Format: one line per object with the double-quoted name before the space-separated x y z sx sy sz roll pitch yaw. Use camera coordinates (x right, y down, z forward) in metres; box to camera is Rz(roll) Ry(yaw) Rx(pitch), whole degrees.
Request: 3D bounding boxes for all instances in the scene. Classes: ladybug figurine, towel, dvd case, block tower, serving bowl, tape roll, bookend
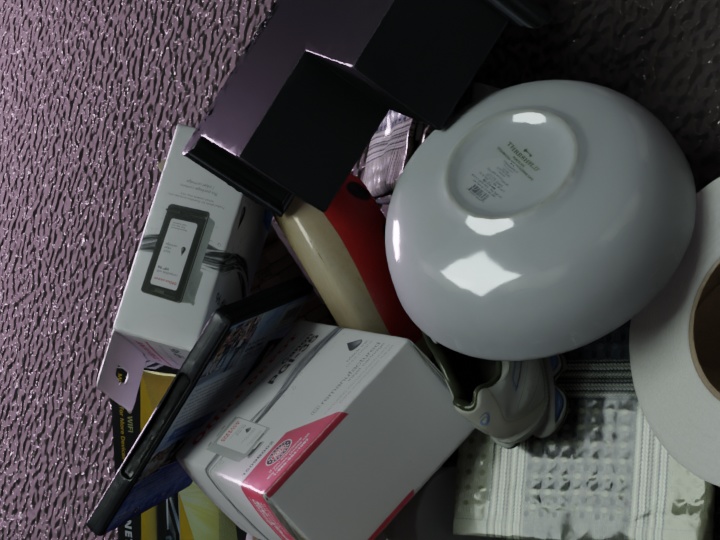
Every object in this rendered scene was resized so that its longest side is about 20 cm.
"ladybug figurine" 0.000 0.000 1.334 0.072 0.201 0.136 -31 18 -1
"towel" 0.042 -0.146 1.339 0.200 0.034 0.194 179 105 -78
"dvd case" -0.116 0.097 1.298 0.018 0.143 0.201 38 111 13
"block tower" -0.084 -0.010 1.400 0.058 0.054 0.201 -31 73 -2
"serving bowl" 0.101 -0.045 1.090 0.199 0.066 0.201 -14 49 17
"tape roll" 0.246 0.034 1.038 0.202 0.037 0.204 -18 64 42
"towel" 0.149 0.084 1.161 0.191 0.034 0.202 -2 77 35
"bookend" -0.002 -0.122 1.171 0.199 0.092 0.200 -58 27 -1

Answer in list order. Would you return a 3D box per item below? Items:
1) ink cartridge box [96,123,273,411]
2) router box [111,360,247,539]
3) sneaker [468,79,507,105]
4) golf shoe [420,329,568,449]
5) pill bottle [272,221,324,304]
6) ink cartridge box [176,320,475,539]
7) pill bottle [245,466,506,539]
"ink cartridge box" -0.124 0.008 1.312 0.116 0.067 0.201 65 -140 -75
"router box" -0.125 0.176 1.449 0.156 0.052 0.202 5 103 32
"sneaker" 0.126 -0.054 1.224 0.200 0.083 0.122 29 104 56
"golf shoe" 0.073 0.014 1.151 0.078 0.097 0.201 -32 61 27
"pill bottle" -0.117 0.061 1.518 0.201 0.110 0.111 -57 39 28
"ink cartridge box" -0.029 0.118 1.229 0.147 0.083 0.200 -47 18 -15
"pill bottle" 0.012 0.192 1.290 0.199 0.110 0.112 -17 66 52
